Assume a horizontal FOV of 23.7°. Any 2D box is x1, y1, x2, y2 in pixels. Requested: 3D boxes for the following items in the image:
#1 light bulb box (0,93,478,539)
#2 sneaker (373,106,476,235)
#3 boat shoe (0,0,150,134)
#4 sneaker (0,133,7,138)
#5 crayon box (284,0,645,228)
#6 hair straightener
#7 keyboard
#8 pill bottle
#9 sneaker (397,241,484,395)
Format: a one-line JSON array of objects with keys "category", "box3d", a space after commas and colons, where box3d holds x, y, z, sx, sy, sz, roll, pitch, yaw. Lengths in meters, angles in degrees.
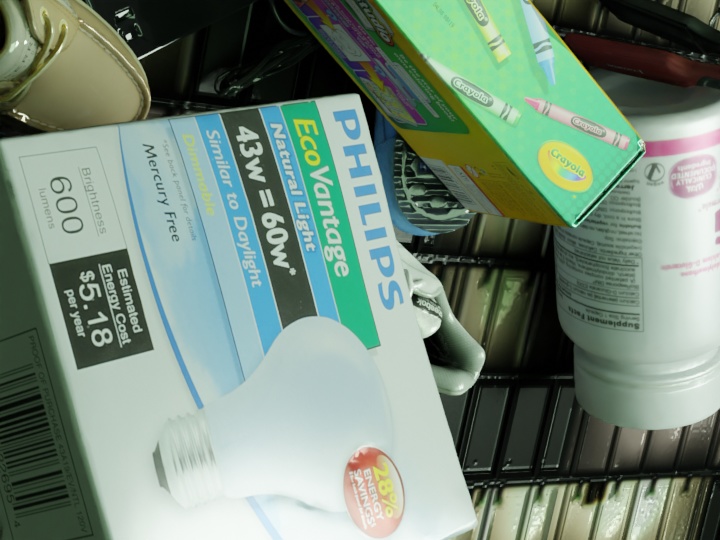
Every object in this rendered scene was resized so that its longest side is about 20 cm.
[{"category": "light bulb box", "box3d": [-0.078, 0.045, 0.695, 0.199, 0.124, 0.200, -15, 88, -49]}, {"category": "sneaker", "box3d": [0.039, -0.120, 0.926, 0.065, 0.078, 0.202, 6, 96, -15]}, {"category": "boat shoe", "box3d": [-0.166, -0.103, 0.746, 0.199, 0.069, 0.074, 30, 97, -38]}, {"category": "sneaker", "box3d": [-0.154, -0.026, 0.773, 0.199, 0.066, 0.079, 0, 133, -38]}, {"category": "crayon box", "box3d": [0.033, -0.112, 0.819, 0.058, 0.119, 0.200, -46, 110, -10]}, {"category": "hair straightener", "box3d": [0.207, -0.138, 0.963, 0.041, 0.199, 0.077, 36, 80, -41]}, {"category": "keyboard", "box3d": [-0.053, -0.153, 0.863, 0.199, 0.021, 0.128, -31, 117, -27]}, {"category": "pill bottle", "box3d": [0.174, -0.014, 1.036, 0.113, 0.113, 0.201, -21, 118, -32]}, {"category": "sneaker", "box3d": [0.000, 0.000, 0.921, 0.075, 0.081, 0.200, -53, 129, -10]}]
